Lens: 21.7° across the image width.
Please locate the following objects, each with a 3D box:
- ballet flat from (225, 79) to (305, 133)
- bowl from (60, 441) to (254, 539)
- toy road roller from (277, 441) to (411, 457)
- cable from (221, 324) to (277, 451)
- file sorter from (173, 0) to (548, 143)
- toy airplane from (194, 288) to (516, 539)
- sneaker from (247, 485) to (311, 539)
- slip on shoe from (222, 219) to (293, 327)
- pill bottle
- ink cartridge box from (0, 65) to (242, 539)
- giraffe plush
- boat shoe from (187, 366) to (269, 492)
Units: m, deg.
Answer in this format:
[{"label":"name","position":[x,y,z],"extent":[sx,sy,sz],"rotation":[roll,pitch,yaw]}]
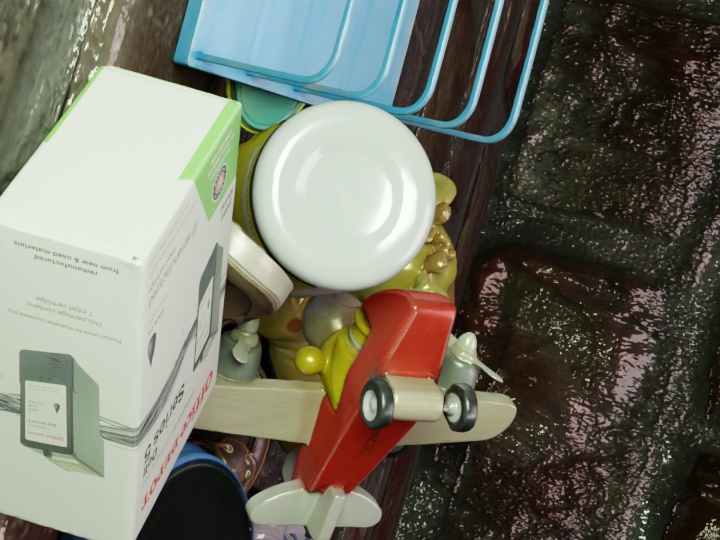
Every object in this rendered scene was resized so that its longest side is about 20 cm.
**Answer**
[{"label":"ballet flat","position":[-0.048,-0.190,1.232],"extent":[0.067,0.066,0.201],"rotation":[-149,-110,-69]},{"label":"bowl","position":[-0.132,0.210,1.225],"extent":[0.200,0.039,0.202],"rotation":[-26,120,-58]},{"label":"toy road roller","position":[-0.026,0.088,1.740],"extent":[0.201,0.145,0.123],"rotation":[62,25,-16]},{"label":"cable","position":[-0.081,0.070,1.483],"extent":[0.200,0.050,0.164],"rotation":[-56,159,-63]},{"label":"file sorter","position":[0.010,-0.166,1.153],"extent":[0.199,0.122,0.140],"rotation":[12,93,-51]},{"label":"toy airplane","position":[-0.010,0.083,1.237],"extent":[0.200,0.198,0.142],"rotation":[53,18,-56]},{"label":"sneaker","position":[-0.094,0.237,1.661],"extent":[0.077,0.075,0.200],"rotation":[-64,164,-1]},{"label":"slip on shoe","position":[-0.095,0.009,1.126],"extent":[0.061,0.076,0.200],"rotation":[-47,-170,-13]},{"label":"pill bottle","position":[-0.032,-0.040,1.174],"extent":[0.200,0.111,0.113],"rotation":[171,-64,-74]},{"label":"ink cartridge box","position":[-0.128,0.020,0.979],"extent":[0.146,0.084,0.201],"rotation":[-65,167,-49]},{"label":"giraffe plush","position":[0.000,0.000,1.367],"extent":[0.200,0.161,0.174],"rotation":[26,55,-68]},{"label":"boat shoe","position":[-0.113,0.150,1.344],"extent":[0.070,0.070,0.201],"rotation":[92,15,-71]}]
